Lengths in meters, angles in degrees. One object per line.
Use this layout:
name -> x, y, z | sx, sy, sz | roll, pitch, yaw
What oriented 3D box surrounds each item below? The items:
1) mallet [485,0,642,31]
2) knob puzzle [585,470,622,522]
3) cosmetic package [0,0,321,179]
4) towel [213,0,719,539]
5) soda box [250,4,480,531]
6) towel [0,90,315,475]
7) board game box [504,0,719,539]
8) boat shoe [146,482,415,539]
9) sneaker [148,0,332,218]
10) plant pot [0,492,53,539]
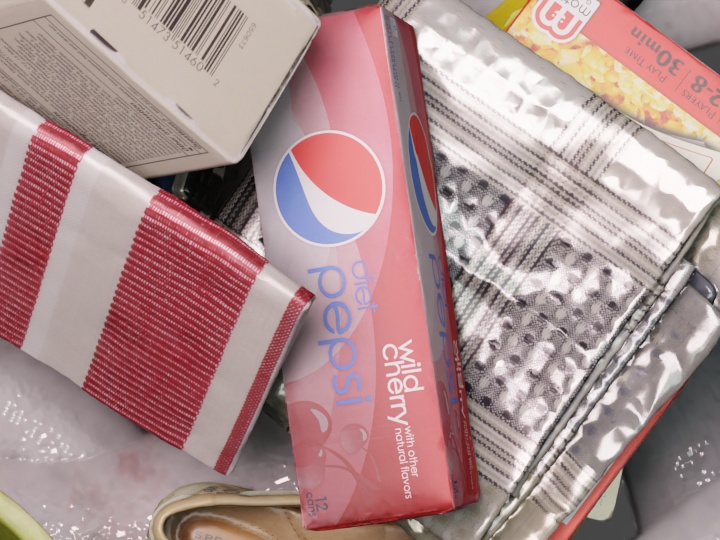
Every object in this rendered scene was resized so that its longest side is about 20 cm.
mallet -> 0.033, -0.098, 1.264 | 0.199, 0.041, 0.066 | -32, 77, -9
knob puzzle -> 0.034, 0.001, 1.263 | 0.218, 0.030, 0.221 | 0, 83, -1
cosmetic package -> -0.118, -0.088, 1.117 | 0.103, 0.200, 0.073 | 42, 66, -26
towel -> 0.041, 0.005, 1.181 | 0.200, 0.035, 0.193 | 38, 92, 8
soda box -> 0.000, 0.000, 1.142 | 0.063, 0.070, 0.201 | -9, 86, 11
towel -> -0.116, -0.009, 1.122 | 0.199, 0.144, 0.023 | 33, 56, 5
board game box -> 0.086, -0.006, 1.217 | 0.151, 0.046, 0.200 | 36, 92, 8
boat shoe -> 0.005, 0.132, 1.228 | 0.199, 0.063, 0.074 | 7, 81, -1
sneaker -> -0.085, -0.087, 1.244 | 0.079, 0.089, 0.200 | 49, 58, -29
plant pot -> -0.210, 0.164, 1.146 | 0.199, 0.190, 0.201 | 0, 90, -12
